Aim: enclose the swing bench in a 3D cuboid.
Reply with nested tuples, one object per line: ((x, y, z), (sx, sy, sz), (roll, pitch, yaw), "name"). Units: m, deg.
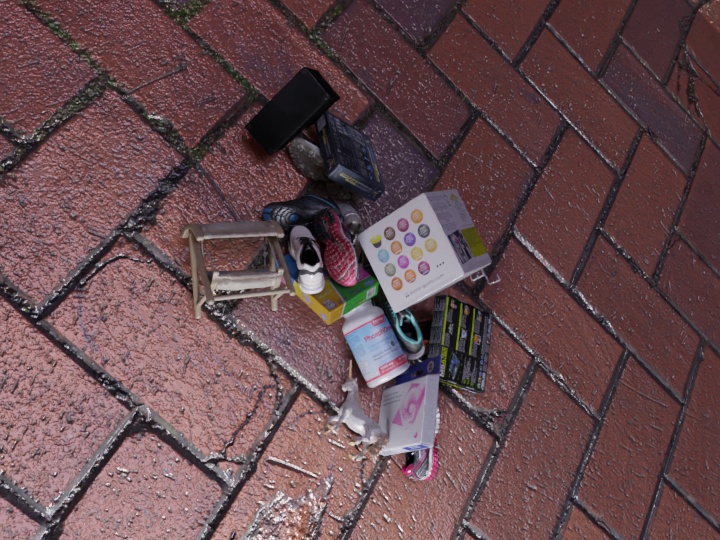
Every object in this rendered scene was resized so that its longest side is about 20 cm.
((-0.264, -0.018, 1.594), (0.195, 0.129, 0.205), (-5, 75, -29), "swing bench")

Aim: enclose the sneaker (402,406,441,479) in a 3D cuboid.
((0.137, 0.372, 1.697), (0.073, 0.080, 0.205), (10, 68, -21), "sneaker")

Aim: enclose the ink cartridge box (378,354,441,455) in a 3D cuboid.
((0.104, 0.297, 1.644), (0.042, 0.196, 0.205), (17, 64, -23), "ink cartridge box")

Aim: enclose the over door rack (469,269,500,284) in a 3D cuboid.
((0.257, -0.043, 1.880), (0.202, 0.066, 0.147), (56, 20, 20), "over door rack")

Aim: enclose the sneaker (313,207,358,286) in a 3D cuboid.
((-0.040, -0.052, 1.671), (0.074, 0.080, 0.203), (29, 35, -49), "sneaker")

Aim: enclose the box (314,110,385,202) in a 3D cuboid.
((-0.026, -0.278, 1.803), (0.156, 0.051, 0.203), (22, 40, -38), "box")

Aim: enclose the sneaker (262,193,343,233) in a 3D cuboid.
((-0.140, -0.139, 1.754), (0.196, 0.074, 0.083), (3, 45, -26), "sneaker")

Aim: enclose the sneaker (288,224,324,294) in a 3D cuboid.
((-0.116, -0.043, 1.647), (0.072, 0.081, 0.202), (-9, 43, -13), "sneaker")

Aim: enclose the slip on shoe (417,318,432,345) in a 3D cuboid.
((0.192, 0.147, 1.827), (0.196, 0.061, 0.076), (-4, 73, -31), "slip on shoe")

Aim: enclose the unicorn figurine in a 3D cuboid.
((-0.015, 0.326, 1.640), (0.201, 0.074, 0.137), (50, 48, 7), "unicorn figurine")

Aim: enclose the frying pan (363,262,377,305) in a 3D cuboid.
((0.014, -0.002, 1.804), (0.113, 0.031, 0.194), (-13, 82, -33), "frying pan")

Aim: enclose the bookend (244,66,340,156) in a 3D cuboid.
((-0.158, -0.384, 1.791), (0.092, 0.198, 0.200), (47, 13, -5), "bookend")

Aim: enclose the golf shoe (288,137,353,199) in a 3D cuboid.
((-0.089, -0.264, 1.826), (0.199, 0.078, 0.098), (39, 40, -17), "golf shoe")

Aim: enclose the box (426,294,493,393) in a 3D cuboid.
((0.243, 0.182, 1.806), (0.191, 0.047, 0.205), (21, 71, -38), "box")

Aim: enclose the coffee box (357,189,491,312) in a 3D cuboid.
((0.148, -0.050, 1.691), (0.199, 0.198, 0.201), (-17, 79, -60), "coffee box")

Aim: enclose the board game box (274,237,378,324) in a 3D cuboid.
((-0.079, 0.018, 1.675), (0.152, 0.041, 0.199), (-30, 54, -33), "board game box")

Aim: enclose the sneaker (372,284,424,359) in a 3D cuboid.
((0.094, 0.104, 1.725), (0.077, 0.092, 0.202), (-29, 74, -13), "sneaker")

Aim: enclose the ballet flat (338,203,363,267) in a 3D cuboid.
((-0.018, -0.083, 1.776), (0.068, 0.069, 0.204), (8, 61, -26), "ballet flat")

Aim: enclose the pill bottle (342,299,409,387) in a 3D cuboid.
((0.024, 0.156, 1.703), (0.107, 0.108, 0.203), (-23, 84, -33), "pill bottle")
